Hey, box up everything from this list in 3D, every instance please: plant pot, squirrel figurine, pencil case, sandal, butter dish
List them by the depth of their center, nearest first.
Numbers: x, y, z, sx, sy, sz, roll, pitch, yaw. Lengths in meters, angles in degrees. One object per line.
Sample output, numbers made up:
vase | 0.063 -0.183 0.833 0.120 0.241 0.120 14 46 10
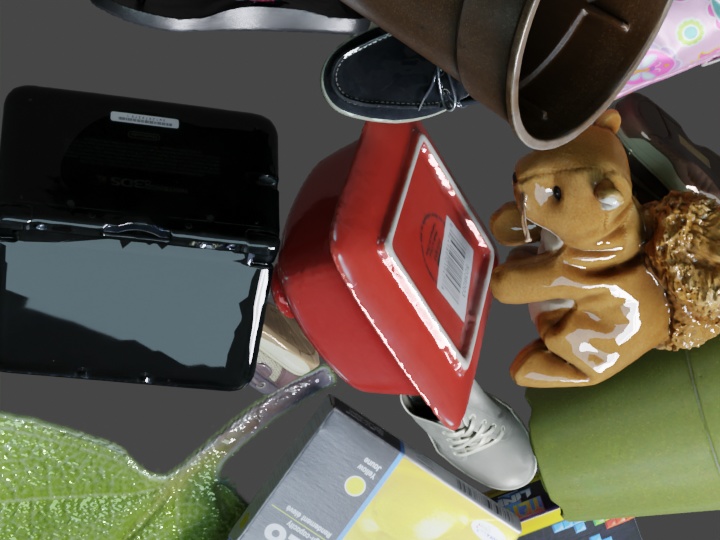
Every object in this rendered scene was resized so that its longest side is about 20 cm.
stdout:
plant pot | 0.074 -0.207 1.025 0.200 0.198 0.201 -42 150 -32
sandal | -0.086 -0.194 1.127 0.199 0.075 0.045 -1 123 -18
pencil case | 0.193 -0.164 1.183 0.199 0.088 0.088 -23 124 7
squirrel figurine | 0.191 -0.023 1.202 0.199 0.142 0.187 4 133 10
butter dish | 0.000 0.000 1.222 0.147 0.201 0.200 -15 127 29
plant pot | 0.239 0.124 1.336 0.189 0.201 0.201 -18 125 17

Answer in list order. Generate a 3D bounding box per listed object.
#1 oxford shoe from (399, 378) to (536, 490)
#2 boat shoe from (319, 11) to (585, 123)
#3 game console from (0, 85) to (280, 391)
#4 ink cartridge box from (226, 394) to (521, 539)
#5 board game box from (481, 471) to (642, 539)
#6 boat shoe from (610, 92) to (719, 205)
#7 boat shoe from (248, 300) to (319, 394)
oxford shoe | 0.085 0.126 1.374 0.075 0.058 0.200 -32 124 9
boat shoe | 0.066 -0.144 1.134 0.199 0.062 0.075 -4 87 14
game console | -0.166 -0.023 1.193 0.199 0.177 0.117 6 147 -14
ink cartridge box | -0.001 0.238 1.392 0.197 0.047 0.201 33 99 -12
board game box | 0.156 0.264 1.478 0.199 0.057 0.166 -22 123 5
boat shoe | 0.247 -0.056 1.281 0.202 0.075 0.075 39 124 -22
boat shoe | -0.119 0.037 1.273 0.200 0.072 0.065 34 107 -33
